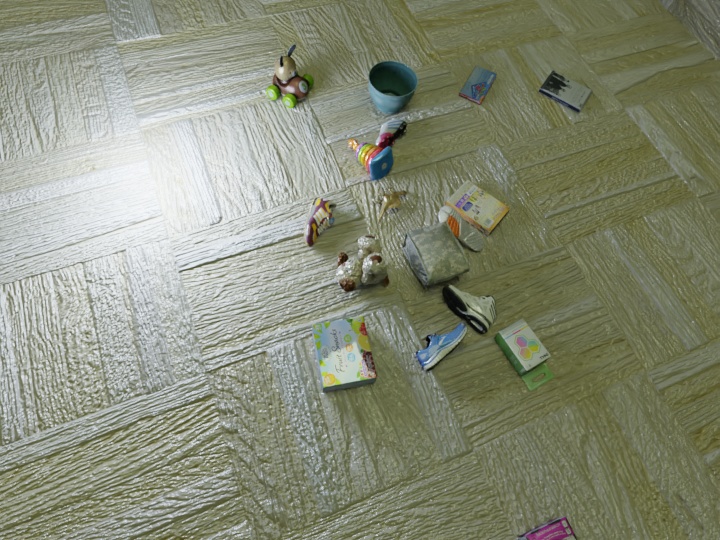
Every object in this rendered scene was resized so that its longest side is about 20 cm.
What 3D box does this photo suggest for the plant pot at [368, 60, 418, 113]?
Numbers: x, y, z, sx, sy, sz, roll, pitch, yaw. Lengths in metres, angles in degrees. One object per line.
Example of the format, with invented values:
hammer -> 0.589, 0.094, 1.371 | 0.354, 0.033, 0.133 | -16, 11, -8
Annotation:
plant pot -> 0.123, -0.724, 2.127 | 0.197, 0.135, 0.203 | 3, 62, -5

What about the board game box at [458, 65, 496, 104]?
board game box -> 0.510, -0.805, 2.279 | 0.102, 0.020, 0.201 | 26, 62, 10

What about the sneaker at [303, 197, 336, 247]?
sneaker -> -0.139, -0.168, 1.829 | 0.089, 0.075, 0.202 | 9, 62, 5

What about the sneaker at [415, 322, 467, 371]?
sneaker -> 0.255, 0.222, 1.657 | 0.199, 0.079, 0.089 | -36, 73, -22

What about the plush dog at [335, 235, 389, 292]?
plush dog -> 0.000, 0.000, 1.737 | 0.169, 0.162, 0.201 | -15, 35, 2

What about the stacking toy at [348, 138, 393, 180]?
stacking toy -> 0.023, -0.442, 1.992 | 0.116, 0.110, 0.200 | -41, 61, -15

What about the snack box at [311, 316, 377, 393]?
snack box -> -0.053, 0.256, 1.611 | 0.166, 0.068, 0.202 | -8, 61, -10

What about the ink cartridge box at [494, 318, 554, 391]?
ink cartridge box -> 0.528, 0.266, 1.672 | 0.103, 0.060, 0.201 | -24, 66, -18

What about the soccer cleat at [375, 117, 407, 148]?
soccer cleat -> 0.103, -0.533, 2.063 | 0.086, 0.070, 0.200 | 28, 53, 24

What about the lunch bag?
lunch bag -> 0.256, -0.046, 1.782 | 0.162, 0.118, 0.202 | -16, 59, -15

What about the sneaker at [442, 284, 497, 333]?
sneaker -> 0.368, 0.105, 1.747 | 0.201, 0.076, 0.115 | 45, 57, 9

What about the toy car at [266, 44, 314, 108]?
toy car -> -0.279, -0.782, 2.078 | 0.156, 0.201, 0.165 | 28, 62, 10

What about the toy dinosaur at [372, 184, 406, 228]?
toy dinosaur -> 0.095, -0.253, 1.911 | 0.101, 0.058, 0.200 | 35, 64, 12

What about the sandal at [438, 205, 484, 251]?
sandal -> 0.350, -0.140, 1.882 | 0.206, 0.059, 0.079 | 43, 75, -7

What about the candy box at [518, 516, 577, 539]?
candy box -> 0.528, 0.780, 1.391 | 0.135, 0.061, 0.202 | -16, 65, -15

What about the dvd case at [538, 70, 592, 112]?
dvd case -> 0.899, -0.786, 2.308 | 0.199, 0.025, 0.151 | 33, 63, 11

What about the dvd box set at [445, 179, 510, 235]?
dvd box set -> 0.435, -0.236, 1.953 | 0.199, 0.030, 0.146 | 37, 64, 15
